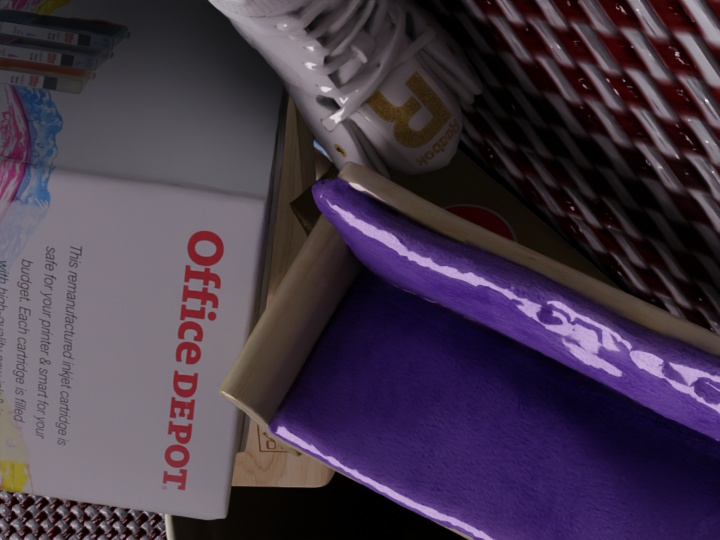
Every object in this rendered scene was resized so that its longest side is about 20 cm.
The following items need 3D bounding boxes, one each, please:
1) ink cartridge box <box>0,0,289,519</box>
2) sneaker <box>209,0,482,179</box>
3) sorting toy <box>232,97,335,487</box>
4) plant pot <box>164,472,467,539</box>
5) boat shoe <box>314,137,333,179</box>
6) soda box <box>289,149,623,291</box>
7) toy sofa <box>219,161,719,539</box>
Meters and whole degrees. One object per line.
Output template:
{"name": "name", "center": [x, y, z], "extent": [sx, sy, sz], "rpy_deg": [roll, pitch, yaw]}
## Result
{"name": "ink cartridge box", "center": [-0.129, -0.019, 0.730], "extent": [0.145, 0.199, 0.146], "rpy_deg": [-84, 4, -55]}
{"name": "sneaker", "center": [-0.001, -0.081, 0.618], "extent": [0.116, 0.074, 0.200], "rpy_deg": [48, -179, -8]}
{"name": "sorting toy", "center": [-0.107, -0.013, 0.876], "extent": [0.070, 0.198, 0.201], "rpy_deg": [-49, -43, -68]}
{"name": "plant pot", "center": [0.029, 0.124, 1.034], "extent": [0.200, 0.200, 0.173], "rpy_deg": [41, -175, 39]}
{"name": "boat shoe", "center": [0.000, 0.000, 0.924], "extent": [0.200, 0.072, 0.072], "rpy_deg": [45, 171, 25]}
{"name": "soda box", "center": [0.064, 0.027, 0.757], "extent": [0.200, 0.064, 0.068], "rpy_deg": [44, 170, 30]}
{"name": "toy sofa", "center": [0.058, 0.050, 0.633], "extent": [0.200, 0.083, 0.098], "rpy_deg": [26, 169, 22]}
